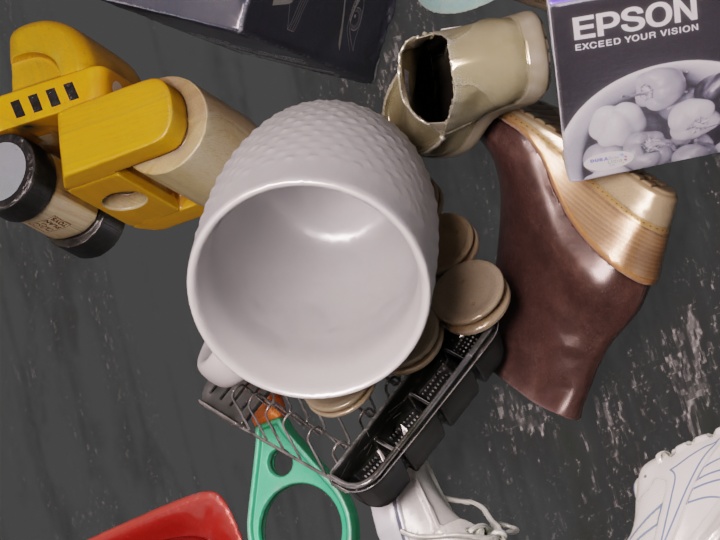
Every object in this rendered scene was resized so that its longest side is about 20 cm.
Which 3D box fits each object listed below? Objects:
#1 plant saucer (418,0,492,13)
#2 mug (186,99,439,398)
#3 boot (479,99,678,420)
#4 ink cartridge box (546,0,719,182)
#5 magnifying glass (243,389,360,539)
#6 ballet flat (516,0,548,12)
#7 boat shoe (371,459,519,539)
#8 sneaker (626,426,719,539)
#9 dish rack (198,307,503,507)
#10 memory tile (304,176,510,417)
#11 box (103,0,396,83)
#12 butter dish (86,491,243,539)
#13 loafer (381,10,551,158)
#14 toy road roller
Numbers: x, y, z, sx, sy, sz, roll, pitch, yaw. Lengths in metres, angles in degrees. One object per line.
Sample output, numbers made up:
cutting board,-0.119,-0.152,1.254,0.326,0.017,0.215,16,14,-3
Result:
plant saucer,0.095,-0.255,1.626,0.201,0.039,0.201,-37,30,25
mug,-0.038,-0.009,1.580,0.147,0.176,0.200,33,116,-12
boot,0.103,-0.018,1.648,0.200,0.072,0.167,37,110,35
ink cartridge box,0.209,-0.154,1.513,0.197,0.200,0.043,-11,43,1
magnifying glass,-0.055,0.124,1.736,0.079,0.022,0.201,-22,75,22
ballet flat,0.122,-0.190,1.614,0.046,0.200,0.067,41,90,-19
boat shoe,0.071,0.190,1.639,0.086,0.075,0.203,-23,77,22
sneaker,0.217,0.133,1.578,0.087,0.074,0.200,40,101,29
dish rack,-0.014,0.061,1.661,0.200,0.055,0.154,27,70,39
memory tile,0.000,0.000,1.656,0.153,0.017,0.200,-34,45,0
box,-0.055,-0.244,1.674,0.117,0.200,0.198,15,91,26
butter dish,-0.168,0.269,1.706,0.199,0.148,0.200,-25,75,21
loafer,0.051,-0.119,1.595,0.200,0.068,0.076,148,118,-65
toy road roller,-0.174,-0.107,1.765,0.199,0.123,0.147,-15,67,24
